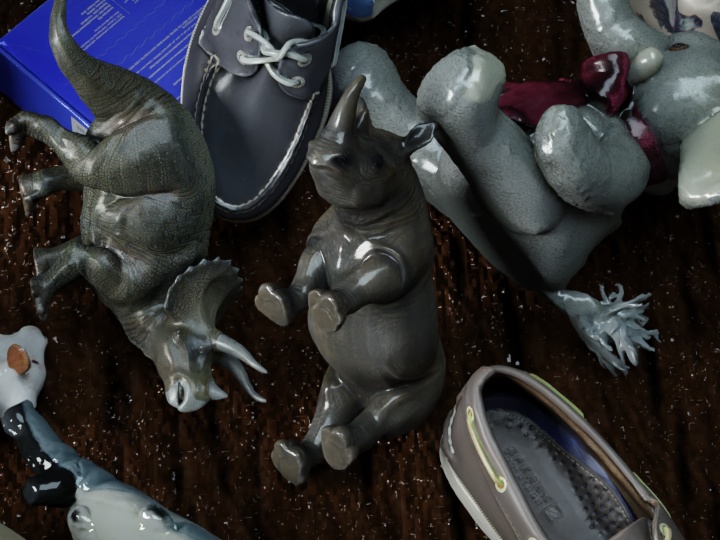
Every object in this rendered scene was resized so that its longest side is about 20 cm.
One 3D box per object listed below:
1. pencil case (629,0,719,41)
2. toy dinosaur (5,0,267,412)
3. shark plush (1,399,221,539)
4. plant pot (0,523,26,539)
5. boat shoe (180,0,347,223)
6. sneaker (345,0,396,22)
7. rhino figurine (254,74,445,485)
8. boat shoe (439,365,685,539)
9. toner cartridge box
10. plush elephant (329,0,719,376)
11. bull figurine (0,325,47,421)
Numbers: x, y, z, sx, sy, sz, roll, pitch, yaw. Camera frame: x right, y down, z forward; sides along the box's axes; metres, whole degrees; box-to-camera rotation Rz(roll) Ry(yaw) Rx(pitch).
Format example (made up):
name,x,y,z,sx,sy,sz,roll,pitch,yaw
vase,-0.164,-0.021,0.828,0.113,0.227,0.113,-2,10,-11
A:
name,x,y,z,sx,sy,sz,roll,pitch,yaw
pencil case,0.167,-0.157,1.308,0.200,0.089,0.078,39,62,16
toy dinosaur,-0.106,-0.033,1.204,0.102,0.077,0.200,-8,93,-3
shark plush,-0.087,0.137,1.133,0.200,0.083,0.091,29,95,17
plant pot,-0.197,0.172,1.069,0.200,0.135,0.200,2,62,-4
boat shoe,-0.042,-0.115,1.201,0.073,0.063,0.200,17,102,3
sneaker,-0.029,-0.163,1.253,0.200,0.075,0.090,-8,57,-9
rhino figurine,0.000,0.000,1.156,0.060,0.200,0.087,24,41,33
boat shoe,0.110,0.126,1.163,0.072,0.060,0.200,-31,68,-21
toner cartridge box,-0.078,-0.132,1.298,0.095,0.043,0.200,41,66,15
plush elephant,0.112,-0.072,1.221,0.155,0.165,0.200,-46,102,-11
bull figurine,-0.240,0.052,1.171,0.200,0.065,0.121,-29,64,-20
